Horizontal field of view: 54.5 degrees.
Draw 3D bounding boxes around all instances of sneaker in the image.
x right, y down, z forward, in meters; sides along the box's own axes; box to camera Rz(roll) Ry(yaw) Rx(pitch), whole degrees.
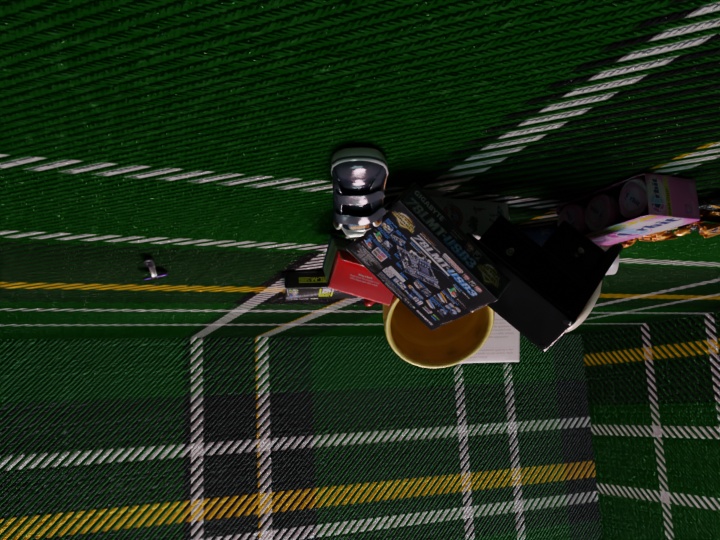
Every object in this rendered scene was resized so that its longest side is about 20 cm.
[{"bbox_3d":[-0.001,-0.100,0.947,0.077,0.081,0.200,-1,168,0],"label":"sneaker"}]

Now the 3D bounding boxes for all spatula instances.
[{"bbox_3d":[-0.446,-0.003,1.493,0.056,0.021,0.200,-14,169,-13],"label":"spatula"}]

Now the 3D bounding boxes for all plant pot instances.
[{"bbox_3d":[0.134,0.045,1.307,0.198,0.203,0.190,-2,-149,-4],"label":"plant pot"}]

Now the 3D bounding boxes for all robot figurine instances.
[{"bbox_3d":[0.548,-0.084,1.220,0.198,0.059,0.145,-7,169,26],"label":"robot figurine"}]

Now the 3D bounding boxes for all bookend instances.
[{"bbox_3d":[0.270,-0.019,1.083,0.200,0.198,0.092,-43,168,-36],"label":"bookend"}]

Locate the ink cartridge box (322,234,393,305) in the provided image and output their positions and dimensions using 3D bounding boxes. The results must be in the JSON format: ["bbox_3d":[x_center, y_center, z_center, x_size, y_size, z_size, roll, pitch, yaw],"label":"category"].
[{"bbox_3d":[0.000,0.000,1.233,0.115,0.068,0.200,16,-168,-10],"label":"ink cartridge box"}]

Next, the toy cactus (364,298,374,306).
[{"bbox_3d":[0.087,0.014,1.488,0.164,0.103,0.200,-32,179,21],"label":"toy cactus"}]

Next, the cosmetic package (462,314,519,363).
[{"bbox_3d":[0.294,0.114,1.733,0.162,0.203,0.165,0,-175,-6],"label":"cosmetic package"}]

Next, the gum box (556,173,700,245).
[{"bbox_3d":[0.421,-0.092,1.125,0.112,0.067,0.200,2,169,-27],"label":"gum box"}]

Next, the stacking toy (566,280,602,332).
[{"bbox_3d":[0.301,0.007,1.212,0.198,0.148,0.146,25,164,-10],"label":"stacking toy"}]

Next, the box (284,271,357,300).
[{"bbox_3d":[-0.093,0.039,1.746,0.190,0.048,0.200,1,170,-6],"label":"box"}]

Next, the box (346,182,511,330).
[{"bbox_3d":[0.094,-0.012,1.046,0.200,0.050,0.198,43,150,-5],"label":"box"}]

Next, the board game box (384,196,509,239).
[{"bbox_3d":[0.127,-0.072,1.170,0.198,0.065,0.147,1,168,-25],"label":"board game box"}]

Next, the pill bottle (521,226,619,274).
[{"bbox_3d":[0.382,-0.028,1.336,0.197,0.114,0.112,-3,170,3],"label":"pill bottle"}]
